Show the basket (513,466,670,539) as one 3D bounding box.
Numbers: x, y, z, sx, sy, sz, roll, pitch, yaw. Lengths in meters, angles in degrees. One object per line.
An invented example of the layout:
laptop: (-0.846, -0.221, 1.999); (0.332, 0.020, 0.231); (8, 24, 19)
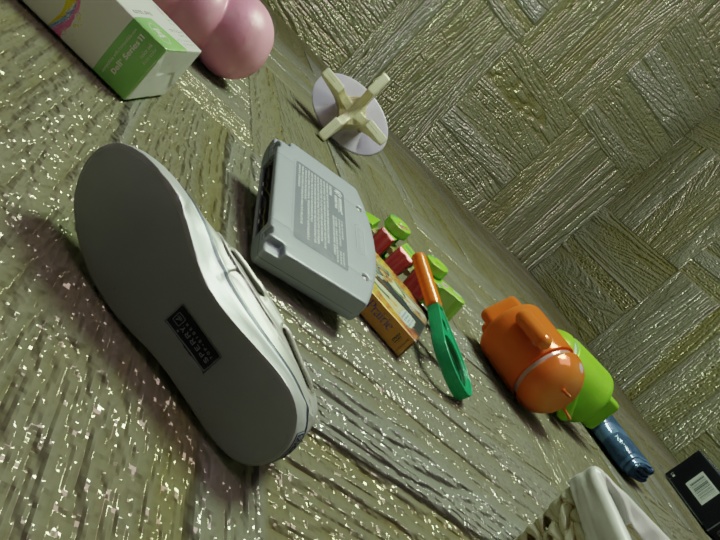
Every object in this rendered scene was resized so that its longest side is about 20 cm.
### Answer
basket: (0.154, 0.240, 0.369); (0.136, 0.123, 0.200); (45, 14, -5)

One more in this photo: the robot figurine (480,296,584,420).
robot figurine: (0.262, 0.134, 0.986); (0.116, 0.145, 0.201); (5, 38, -35)

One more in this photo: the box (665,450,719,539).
box: (0.927, 0.608, 1.653); (0.200, 0.117, 0.197); (42, 15, -23)

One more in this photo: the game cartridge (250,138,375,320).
game cartridge: (-0.043, -0.044, 0.647); (0.132, 0.041, 0.201); (29, 32, -24)

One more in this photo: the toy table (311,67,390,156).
toy table: (-0.020, -0.332, 1.338); (0.199, 0.185, 0.117); (37, -2, -5)

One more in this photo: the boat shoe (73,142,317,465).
boat shoe: (-0.090, 0.015, 0.373); (0.200, 0.072, 0.066); (50, 10, 9)

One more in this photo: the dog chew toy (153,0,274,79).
dog chew toy: (-0.222, -0.362, 0.911); (0.199, 0.125, 0.125); (26, 24, -35)

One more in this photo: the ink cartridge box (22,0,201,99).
ink cartridge box: (-0.261, -0.264, 0.619); (0.200, 0.067, 0.117); (45, 15, -11)

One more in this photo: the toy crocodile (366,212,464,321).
toy crocodile: (0.059, -0.010, 0.880); (0.200, 0.068, 0.062); (46, 20, 5)

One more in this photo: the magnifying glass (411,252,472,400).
magnifying glass: (0.095, 0.063, 0.783); (0.080, 0.022, 0.202); (47, 25, -51)

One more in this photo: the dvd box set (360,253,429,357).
dvd box set: (0.000, 0.000, 0.751); (0.200, 0.029, 0.146); (49, 14, 4)

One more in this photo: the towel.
towel: (0.500, 0.328, 1.293); (0.111, 0.048, 0.201); (33, 21, -44)

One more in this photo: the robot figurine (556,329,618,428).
robot figurine: (0.364, 0.186, 1.139); (0.200, 0.116, 0.176); (44, 19, -12)
